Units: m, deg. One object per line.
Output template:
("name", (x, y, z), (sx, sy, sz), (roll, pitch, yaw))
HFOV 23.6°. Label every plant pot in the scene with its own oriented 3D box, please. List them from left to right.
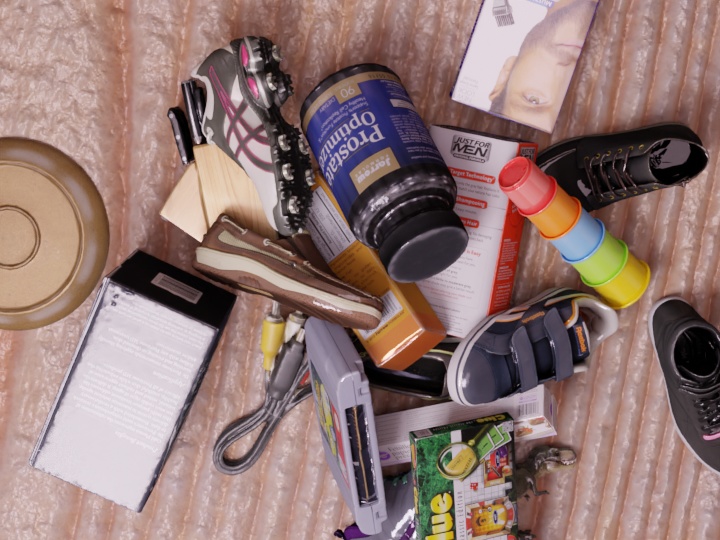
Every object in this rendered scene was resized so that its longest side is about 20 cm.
("plant pot", (-0.358, -0.035, 1.771), (0.198, 0.027, 0.202), (0, 98, 1))

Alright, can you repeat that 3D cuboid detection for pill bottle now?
("pill bottle", (0.026, -0.092, 1.664), (0.111, 0.112, 0.201), (-30, 61, 6))

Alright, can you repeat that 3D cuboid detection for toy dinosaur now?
("toy dinosaur", (0.142, 0.250, 1.764), (0.199, 0.047, 0.089), (-27, 109, -29))

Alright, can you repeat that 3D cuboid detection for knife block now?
("knife block", (-0.114, -0.104, 1.734), (0.199, 0.064, 0.176), (35, 98, -3))

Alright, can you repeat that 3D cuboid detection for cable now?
("cable", (-0.083, 0.126, 1.790), (0.097, 0.050, 0.201), (20, 111, -18))

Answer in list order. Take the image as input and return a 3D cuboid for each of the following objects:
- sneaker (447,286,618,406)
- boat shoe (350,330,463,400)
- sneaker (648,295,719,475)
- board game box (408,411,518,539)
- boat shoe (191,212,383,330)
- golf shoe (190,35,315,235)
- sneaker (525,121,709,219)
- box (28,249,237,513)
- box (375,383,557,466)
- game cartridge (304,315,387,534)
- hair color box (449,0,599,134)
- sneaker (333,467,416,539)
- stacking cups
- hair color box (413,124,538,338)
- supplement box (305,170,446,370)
("sneaker", (0.172, 0.073, 1.686), (0.200, 0.079, 0.079), (-32, 119, -36))
("boat shoe", (0.084, 0.103, 1.748), (0.200, 0.061, 0.072), (10, 131, 4))
("sneaker", (0.346, 0.128, 1.735), (0.070, 0.099, 0.201), (-22, 98, 3))
("board game box", (0.104, 0.242, 1.696), (0.104, 0.023, 0.201), (-10, 111, -13))
("boat shoe", (-0.064, -0.006, 1.660), (0.201, 0.075, 0.075), (19, 79, 17))
("golf shoe", (-0.101, -0.124, 1.666), (0.088, 0.077, 0.201), (-17, 79, 20))
("sneaker", (0.242, -0.099, 1.702), (0.199, 0.106, 0.075), (-19, 97, 5))
("box", (-0.219, 0.104, 1.699), (0.123, 0.200, 0.198), (25, 98, -3))
("box", (0.100, 0.156, 1.735), (0.199, 0.042, 0.039), (-14, 140, 23))
("game cartridge", (-0.016, 0.147, 1.713), (0.041, 0.133, 0.201), (-13, 123, -8))
("hair color box", (0.171, -0.247, 1.706), (0.109, 0.065, 0.201), (18, 100, -1))
("sneaker", (0.057, 0.220, 1.774), (0.087, 0.074, 0.200), (37, 93, 10))
("stacking cups", (0.204, -0.039, 1.694), (0.061, 0.061, 0.200), (-46, 121, 7))
("hair color box", (0.106, -0.038, 1.722), (0.101, 0.061, 0.201), (14, 100, 25))
("supplement box", (0.000, 0.000, 1.707), (0.069, 0.066, 0.201), (-37, 70, 16))
